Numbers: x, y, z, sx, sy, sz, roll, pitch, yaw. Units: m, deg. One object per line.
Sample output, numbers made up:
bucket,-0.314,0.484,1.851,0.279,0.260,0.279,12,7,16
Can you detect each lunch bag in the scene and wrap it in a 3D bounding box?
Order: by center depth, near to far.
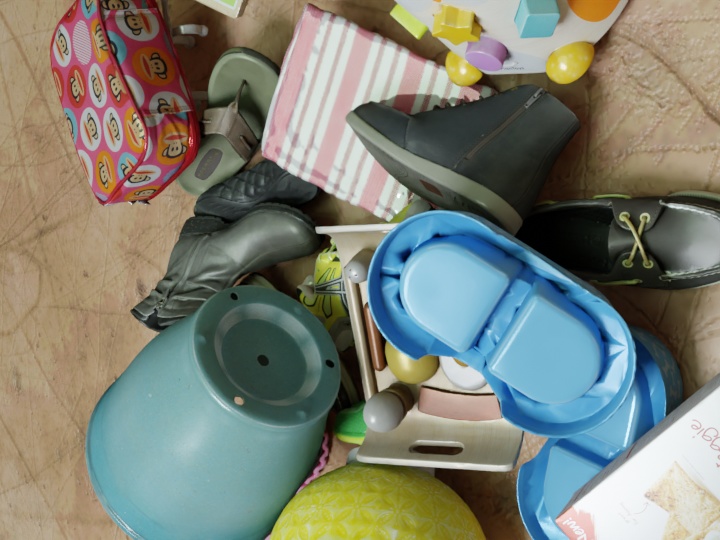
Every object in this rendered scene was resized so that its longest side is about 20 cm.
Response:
lunch bag,-0.248,-0.170,1.107,0.176,0.081,0.202,-33,73,48

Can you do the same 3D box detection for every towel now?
towel,0.012,-0.130,0.960,0.199,0.030,0.148,28,114,18

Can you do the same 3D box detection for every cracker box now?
cracker box,0.249,0.157,0.741,0.134,0.058,0.200,48,117,10

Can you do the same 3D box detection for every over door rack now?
over door rack,-0.220,-0.240,1.175,0.199,0.066,0.150,-3,94,50

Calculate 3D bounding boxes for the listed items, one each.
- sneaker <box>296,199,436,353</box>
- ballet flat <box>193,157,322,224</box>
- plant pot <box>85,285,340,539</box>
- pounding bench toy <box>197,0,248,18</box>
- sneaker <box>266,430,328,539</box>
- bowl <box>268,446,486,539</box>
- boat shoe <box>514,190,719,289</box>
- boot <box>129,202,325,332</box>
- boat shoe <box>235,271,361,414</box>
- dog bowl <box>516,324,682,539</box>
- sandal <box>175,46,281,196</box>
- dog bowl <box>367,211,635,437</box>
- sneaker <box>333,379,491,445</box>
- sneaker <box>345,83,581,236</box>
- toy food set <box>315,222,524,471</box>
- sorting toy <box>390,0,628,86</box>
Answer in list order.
sneaker,0.000,0.000,0.955,0.076,0.076,0.200,39,137,0
ballet flat,-0.098,-0.080,1.097,0.199,0.066,0.057,-18,41,44
plant pot,-0.112,0.118,0.940,0.201,0.199,0.188,59,137,20
pounding bench toy,-0.083,-0.303,0.982,0.198,0.156,0.125,27,116,9
sneaker,-0.101,0.205,1.103,0.079,0.095,0.202,40,120,34
bowl,0.021,0.216,0.949,0.199,0.199,0.109,-21,49,43
boat shoe,0.195,-0.020,0.806,0.200,0.060,0.073,1,97,44
boot,-0.129,0.009,1.068,0.198,0.068,0.132,-6,48,40
boat shoe,-0.073,0.081,1.065,0.200,0.064,0.074,41,154,39
dog bowl,0.187,0.132,0.845,0.111,0.049,0.202,21,111,40
sandal,-0.130,-0.134,1.086,0.202,0.079,0.058,-56,16,41
dog bowl,0.101,0.032,0.781,0.199,0.050,0.112,32,111,5
sneaker,0.053,0.093,0.956,0.199,0.074,0.084,-32,76,32
sneaker,0.081,-0.110,0.879,0.199,0.075,0.107,34,82,39
toy food set,0.044,0.058,0.864,0.142,0.060,0.202,-2,106,30
sorting toy,0.073,-0.213,0.802,0.199,0.179,0.108,7,83,43
